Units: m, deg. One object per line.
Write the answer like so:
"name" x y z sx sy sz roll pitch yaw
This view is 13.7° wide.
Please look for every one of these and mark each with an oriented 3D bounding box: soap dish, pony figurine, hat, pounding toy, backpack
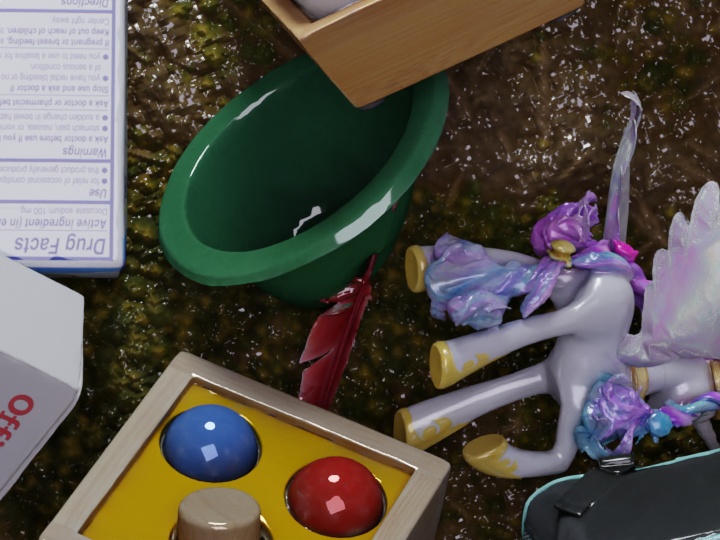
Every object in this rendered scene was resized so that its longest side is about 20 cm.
"soap dish" 0.022 -0.161 1.535 0.157 0.200 0.081 -25 113 -5
"pony figurine" 0.124 0.021 1.560 0.200 0.167 0.193 -6 118 -18
"hat" 0.000 0.000 1.595 0.200 0.166 0.176 -30 126 12
"pounding toy" -0.054 0.152 1.473 0.184 0.142 0.200 22 43 13
"backpack" 0.185 0.201 1.535 0.176 0.153 0.200 -15 127 -9

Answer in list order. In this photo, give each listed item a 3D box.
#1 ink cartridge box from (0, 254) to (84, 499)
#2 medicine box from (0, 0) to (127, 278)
"ink cartridge box" -0.257 0.041 1.481 0.200 0.084 0.145 28 122 -22
"medicine box" -0.212 -0.097 1.555 0.182 0.103 0.200 1 89 -4
